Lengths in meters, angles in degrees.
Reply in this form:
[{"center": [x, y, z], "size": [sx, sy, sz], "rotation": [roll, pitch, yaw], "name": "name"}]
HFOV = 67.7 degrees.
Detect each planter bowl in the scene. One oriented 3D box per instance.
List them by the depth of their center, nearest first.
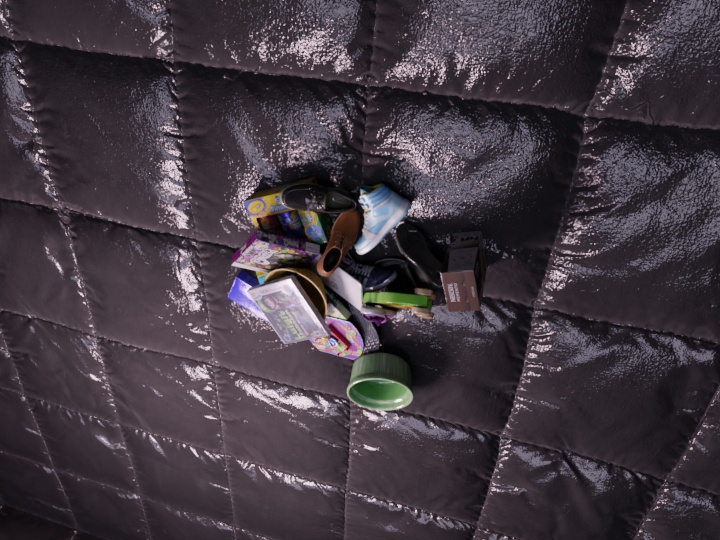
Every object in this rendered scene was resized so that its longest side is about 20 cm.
[{"center": [-0.164, 0.055, 1.497], "size": [0.199, 0.084, 0.201], "rotation": [16, 132, 18], "name": "planter bowl"}]

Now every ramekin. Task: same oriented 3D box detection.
[{"center": [0.062, 0.333, 1.620], "size": [0.198, 0.098, 0.201], "rotation": [4, 140, 3], "name": "ramekin"}]

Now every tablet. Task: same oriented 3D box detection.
[{"center": [-0.069, 0.025, 1.489], "size": [0.200, 0.014, 0.131], "rotation": [36, 151, 26], "name": "tablet"}]

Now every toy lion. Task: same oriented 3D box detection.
[{"center": [0.098, 0.080, 1.416], "size": [0.190, 0.200, 0.069], "rotation": [6, 83, 12], "name": "toy lion"}]

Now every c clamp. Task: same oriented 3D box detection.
[{"center": [0.128, 0.040, 1.496], "size": [0.170, 0.027, 0.201], "rotation": [-19, 114, 33], "name": "c clamp"}]

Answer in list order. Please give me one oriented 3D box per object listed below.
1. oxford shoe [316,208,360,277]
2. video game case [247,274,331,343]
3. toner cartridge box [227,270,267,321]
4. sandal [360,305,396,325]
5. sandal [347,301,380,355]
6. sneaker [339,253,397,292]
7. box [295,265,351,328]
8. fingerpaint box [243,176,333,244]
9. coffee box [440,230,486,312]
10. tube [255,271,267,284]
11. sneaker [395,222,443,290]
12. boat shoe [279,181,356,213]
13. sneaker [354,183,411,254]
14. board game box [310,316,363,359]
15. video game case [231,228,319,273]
[{"center": [-0.050, -0.075, 1.401], "size": [0.071, 0.071, 0.201], "rotation": [25, 83, -9], "name": "oxford shoe"}, {"center": [-0.199, 0.113, 1.490], "size": [0.181, 0.023, 0.201], "rotation": [-15, 116, 38], "name": "video game case"}, {"center": [-0.305, 0.093, 1.663], "size": [0.199, 0.043, 0.095], "rotation": [32, 127, -2], "name": "toner cartridge box"}, {"center": [0.041, 0.127, 1.483], "size": [0.082, 0.203, 0.050], "rotation": [8, 84, 21], "name": "sandal"}, {"center": [0.015, 0.158, 1.600], "size": [0.075, 0.045, 0.201], "rotation": [-11, 102, 18], "name": "sandal"}, {"center": [0.000, 0.000, 1.471], "size": [0.199, 0.070, 0.109], "rotation": [-11, 116, 40], "name": "sneaker"}, {"center": [-0.141, 0.094, 1.597], "size": [0.200, 0.036, 0.144], "rotation": [46, 133, -11], "name": "box"}, {"center": [-0.192, -0.146, 1.458], "size": [0.199, 0.073, 0.168], "rotation": [-9, 117, 23], "name": "fingerpaint box"}, {"center": [0.257, -0.001, 1.316], "size": [0.079, 0.200, 0.114], "rotation": [-4, 119, 21], "name": "coffee box"}, {"center": [-0.270, 0.047, 1.593], "size": [0.077, 0.050, 0.201], "rotation": [-17, 91, 34], "name": "tube"}, {"center": [0.154, -0.028, 1.409], "size": [0.200, 0.076, 0.114], "rotation": [52, 168, 12], "name": "sneaker"}, {"center": [-0.101, -0.180, 1.350], "size": [0.200, 0.066, 0.072], "rotation": [1, 104, -29], "name": "boat shoe"}, {"center": [0.023, -0.143, 1.386], "size": [0.130, 0.080, 0.200], "rotation": [40, 115, -10], "name": "sneaker"}, {"center": [-0.089, 0.211, 1.608], "size": [0.199, 0.039, 0.159], "rotation": [12, 130, 22], "name": "board game box"}, {"center": [-0.234, -0.042, 1.465], "size": [0.180, 0.036, 0.200], "rotation": [13, 154, -29], "name": "video game case"}]
